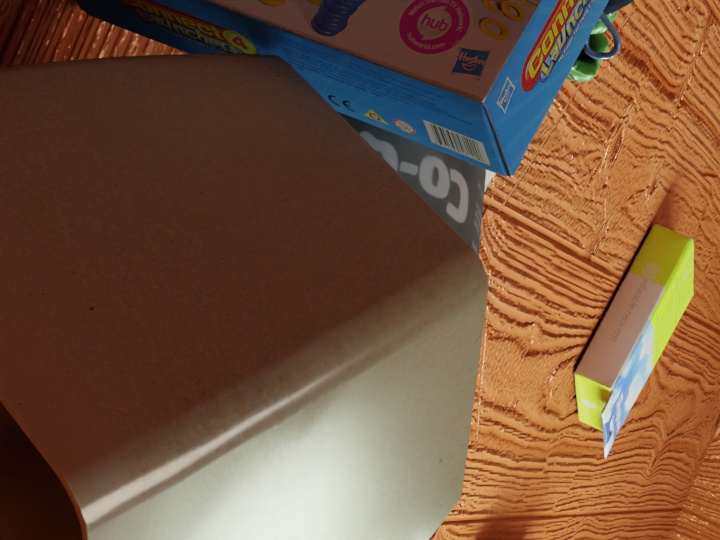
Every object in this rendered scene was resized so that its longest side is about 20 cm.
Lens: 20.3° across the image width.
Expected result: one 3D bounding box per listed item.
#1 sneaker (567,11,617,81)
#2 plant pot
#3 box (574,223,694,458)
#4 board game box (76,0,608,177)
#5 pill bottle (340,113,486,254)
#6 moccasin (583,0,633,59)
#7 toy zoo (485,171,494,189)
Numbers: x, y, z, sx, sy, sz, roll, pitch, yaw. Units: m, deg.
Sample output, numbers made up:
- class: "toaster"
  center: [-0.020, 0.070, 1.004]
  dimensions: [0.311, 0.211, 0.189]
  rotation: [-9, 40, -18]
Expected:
- class: "sneaker"
  center: [0.121, -0.193, 1.200]
  dimensions: [0.078, 0.085, 0.200]
  rotation: [-56, 158, -26]
- class: "plant pot"
  center: [-0.067, 0.038, 0.710]
  dimensions: [0.176, 0.200, 0.200]
  rotation: [-27, 143, -26]
- class: "box"
  center: [0.263, 0.069, 1.951]
  dimensions: [0.201, 0.047, 0.122]
  rotation: [-59, 159, -19]
- class: "board game box"
  center: [0.012, -0.160, 0.768]
  dimensions: [0.196, 0.199, 0.056]
  rotation: [-60, 156, -17]
- class: "pill bottle"
  center: [0.000, 0.000, 0.957]
  dimensions: [0.114, 0.113, 0.201]
  rotation: [82, 12, -58]
- class: "moccasin"
  center: [0.117, -0.166, 1.041]
  dimensions: [0.200, 0.068, 0.081]
  rotation: [-56, 152, -20]
- class: "toy zoo"
  center: [0.063, -0.111, 1.088]
  dimensions: [0.131, 0.020, 0.201]
  rotation: [-41, 145, -42]
